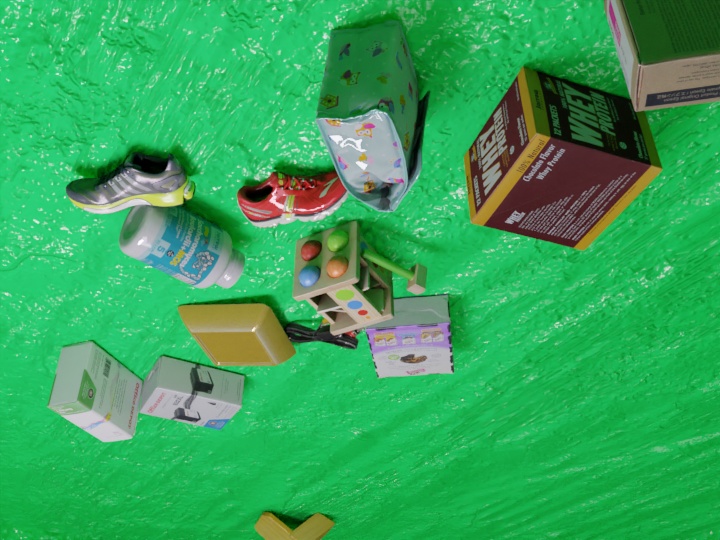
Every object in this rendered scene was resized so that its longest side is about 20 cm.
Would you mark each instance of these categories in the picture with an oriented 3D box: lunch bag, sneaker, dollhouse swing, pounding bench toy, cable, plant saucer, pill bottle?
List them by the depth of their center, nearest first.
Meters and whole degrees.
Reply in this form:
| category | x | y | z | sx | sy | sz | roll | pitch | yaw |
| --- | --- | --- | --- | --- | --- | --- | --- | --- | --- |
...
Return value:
| category | x | y | z | sx | sy | sz | roll | pitch | yaw |
| --- | --- | --- | --- | --- | --- | --- | --- | --- | --- |
| lunch bag | 0.026 | -0.198 | 1.048 | 0.121 | 0.171 | 0.200 | -4 | 145 | 19 |
| sneaker | -0.363 | -0.144 | 1.220 | 0.198 | 0.074 | 0.081 | -7 | 134 | 0 |
| sneaker | -0.107 | -0.123 | 1.236 | 0.199 | 0.077 | 0.085 | -15 | 137 | 19 |
| pill bottle | -0.293 | -0.041 | 1.316 | 0.199 | 0.111 | 0.111 | 29 | 135 | -35 |
| pounding bench toy | 0.000 | 0.000 | 1.361 | 0.199 | 0.125 | 0.156 | -18 | 140 | 23 |
| cable | -0.071 | 0.121 | 1.574 | 0.097 | 0.050 | 0.199 | 44 | 148 | -25 |
| plant saucer | -0.254 | 0.142 | 1.602 | 0.199 | 0.049 | 0.200 | -2 | 145 | 15 |
| dollhouse swing | -0.223 | 0.852 | 2.614 | 0.181 | 0.176 | 0.200 | -30 | 160 | -35 |

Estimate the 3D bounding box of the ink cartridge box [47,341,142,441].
| category | x | y | z | sx | sy | sz | roll | pitch | yaw |
| --- | --- | --- | --- | --- | --- | --- | --- | --- | --- |
| ink cartridge box | -0.574 | 0.269 | 1.712 | 0.083 | 0.146 | 0.200 | -12 | 143 | 17 |

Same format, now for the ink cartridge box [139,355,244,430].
| category | x | y | z | sx | sy | sz | roll | pitch | yaw |
| --- | --- | --- | --- | --- | --- | --- | --- | --- | --- |
| ink cartridge box | -0.384 | 0.282 | 1.783 | 0.199 | 0.084 | 0.145 | 18 | 141 | -23 |

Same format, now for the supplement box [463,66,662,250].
| category | x | y | z | sx | sy | sz | roll | pitch | yaw |
| --- | --- | --- | --- | --- | --- | --- | --- | --- | --- |
| supplement box | 0.284 | -0.156 | 1.139 | 0.199 | 0.134 | 0.198 | 11 | 143 | -16 |

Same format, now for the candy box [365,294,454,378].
| category | x | y | z | sx | sy | sz | roll | pitch | yaw |
| --- | --- | --- | --- | --- | --- | --- | --- | --- | --- |
| candy box | 0.103 | 0.138 | 1.598 | 0.166 | 0.072 | 0.201 | -5 | 143 | 6 |

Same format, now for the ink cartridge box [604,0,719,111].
| category | x | y | z | sx | sy | sz | roll | pitch | yaw |
| --- | --- | --- | --- | --- | --- | --- | --- | --- | --- |
| ink cartridge box | 0.382 | -0.285 | 0.904 | 0.164 | 0.201 | 0.075 | -6 | 143 | 9 |
